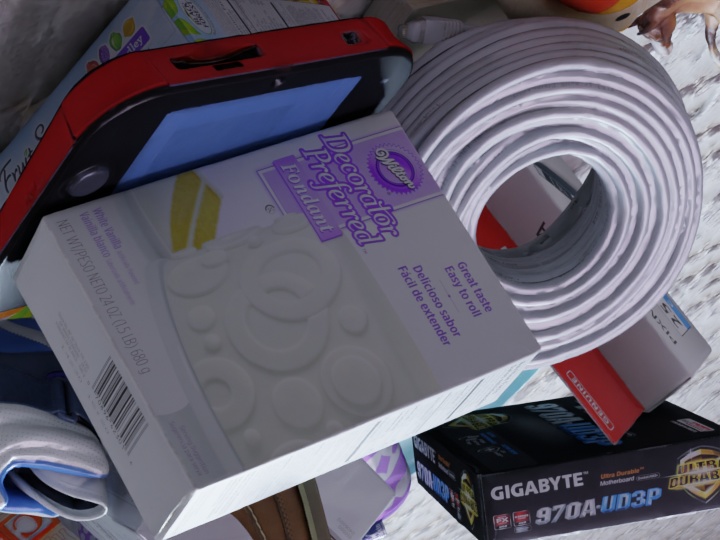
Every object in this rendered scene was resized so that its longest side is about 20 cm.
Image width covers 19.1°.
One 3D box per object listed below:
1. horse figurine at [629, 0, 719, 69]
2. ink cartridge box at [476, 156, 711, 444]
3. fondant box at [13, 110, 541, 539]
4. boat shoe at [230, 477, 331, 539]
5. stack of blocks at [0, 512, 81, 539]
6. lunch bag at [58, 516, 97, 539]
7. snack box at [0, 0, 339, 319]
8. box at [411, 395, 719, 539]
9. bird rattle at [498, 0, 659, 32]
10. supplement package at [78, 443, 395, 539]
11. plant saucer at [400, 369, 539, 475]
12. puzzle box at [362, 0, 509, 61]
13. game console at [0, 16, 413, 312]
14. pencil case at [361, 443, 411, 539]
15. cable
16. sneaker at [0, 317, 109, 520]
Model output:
[{"bbox_3d":[0.275,-0.191,1.373,0.200,0.050,0.132,-32,145,16],"label":"horse figurine"},{"bbox_3d":[0.126,-0.001,1.305,0.045,0.200,0.176,-40,176,19],"label":"ink cartridge box"},{"bbox_3d":[-0.037,0.020,0.982,0.199,0.145,0.058,-19,159,-35],"label":"fondant box"},{"bbox_3d":[-0.062,0.088,1.044,0.068,0.201,0.072,-17,164,-9],"label":"boat shoe"},{"bbox_3d":[-0.199,0.216,1.301,0.059,0.115,0.200,-37,141,-25],"label":"stack of blocks"},{"bbox_3d":[-0.108,0.127,1.386,0.169,0.127,0.200,-6,143,-44],"label":"lunch bag"},{"bbox_3d":[-0.107,-0.057,1.065,0.200,0.053,0.142,-46,157,27],"label":"snack box"},{"bbox_3d":[0.127,0.117,1.312,0.158,0.046,0.200,-8,-174,-9],"label":"box"},{"bbox_3d":[0.139,-0.175,1.113,0.200,0.113,0.163,-11,153,-46],"label":"bird rattle"},{"bbox_3d":[-0.094,0.111,1.181,0.114,0.110,0.200,-50,-153,-13],"label":"supplement package"},{"bbox_3d":[0.060,0.082,1.458,0.200,0.027,0.200,-36,164,-12],"label":"plant saucer"},{"bbox_3d":[0.024,-0.101,1.222,0.133,0.025,0.200,-18,155,-42],"label":"puzzle box"},{"bbox_3d":[-0.080,-0.046,1.009,0.200,0.031,0.177,-14,151,-42],"label":"game console"},{"bbox_3d":[-0.035,0.068,1.296,0.085,0.084,0.201,-21,116,-1],"label":"pencil case"},{"bbox_3d":[0.092,-0.040,1.155,0.199,0.069,0.201,-7,121,-16],"label":"cable"},{"bbox_3d":[-0.160,0.071,1.134,0.200,0.147,0.081,-9,148,-52],"label":"sneaker"}]
